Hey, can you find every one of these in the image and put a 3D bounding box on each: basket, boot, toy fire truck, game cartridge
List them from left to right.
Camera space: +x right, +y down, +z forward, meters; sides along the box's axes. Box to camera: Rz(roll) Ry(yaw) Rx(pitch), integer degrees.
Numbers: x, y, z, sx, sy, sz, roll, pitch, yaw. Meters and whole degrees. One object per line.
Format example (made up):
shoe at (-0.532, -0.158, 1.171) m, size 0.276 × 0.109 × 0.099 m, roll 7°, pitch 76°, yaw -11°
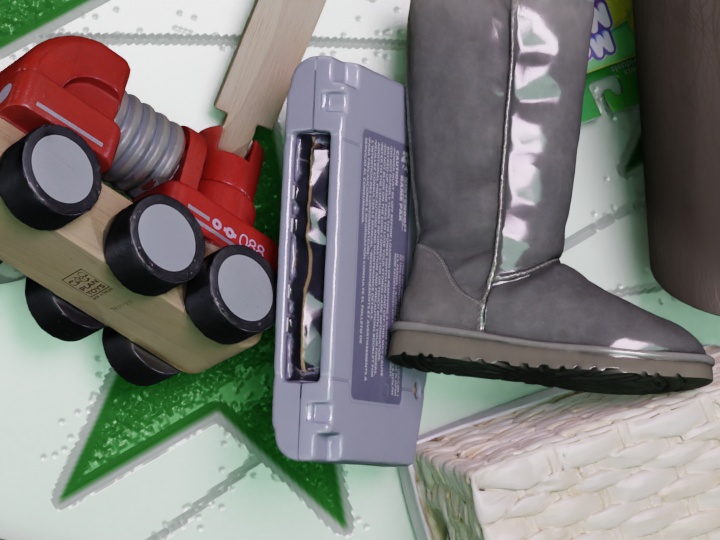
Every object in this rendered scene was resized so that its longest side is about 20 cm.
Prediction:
toy fire truck at (-0.103, -0.072, 1.122) m, size 0.176 × 0.128 × 0.201 m, roll 33°, pitch 50°, yaw -27°
game cartridge at (0.000, 0.000, 1.140) m, size 0.041 × 0.133 × 0.201 m, roll 0°, pitch 83°, yaw 28°
boot at (0.101, -0.043, 1.129) m, size 0.181 × 0.073 × 0.201 m, roll 8°, pitch 77°, yaw 4°
basket at (0.138, 0.132, 1.180) m, size 0.199 × 0.123 × 0.136 m, roll -17°, pitch 95°, yaw -11°
basket at (0.217, -0.086, 1.156) m, size 0.179 × 0.136 × 0.201 m, roll -10°, pitch 120°, yaw -19°

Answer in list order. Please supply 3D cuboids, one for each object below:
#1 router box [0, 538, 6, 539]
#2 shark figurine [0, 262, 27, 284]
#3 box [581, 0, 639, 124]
router box at (-0.194, 0.242, 1.145) m, size 0.148 × 0.051 × 0.201 m, roll 17°, pitch 88°, yaw -15°
shark figurine at (-0.261, -0.042, 1.110) m, size 0.214 × 0.089 × 0.128 m, roll 46°, pitch 49°, yaw -19°
box at (0.111, -0.181, 1.200) m, size 0.117 × 0.048 × 0.201 m, roll -21°, pitch 98°, yaw -11°
